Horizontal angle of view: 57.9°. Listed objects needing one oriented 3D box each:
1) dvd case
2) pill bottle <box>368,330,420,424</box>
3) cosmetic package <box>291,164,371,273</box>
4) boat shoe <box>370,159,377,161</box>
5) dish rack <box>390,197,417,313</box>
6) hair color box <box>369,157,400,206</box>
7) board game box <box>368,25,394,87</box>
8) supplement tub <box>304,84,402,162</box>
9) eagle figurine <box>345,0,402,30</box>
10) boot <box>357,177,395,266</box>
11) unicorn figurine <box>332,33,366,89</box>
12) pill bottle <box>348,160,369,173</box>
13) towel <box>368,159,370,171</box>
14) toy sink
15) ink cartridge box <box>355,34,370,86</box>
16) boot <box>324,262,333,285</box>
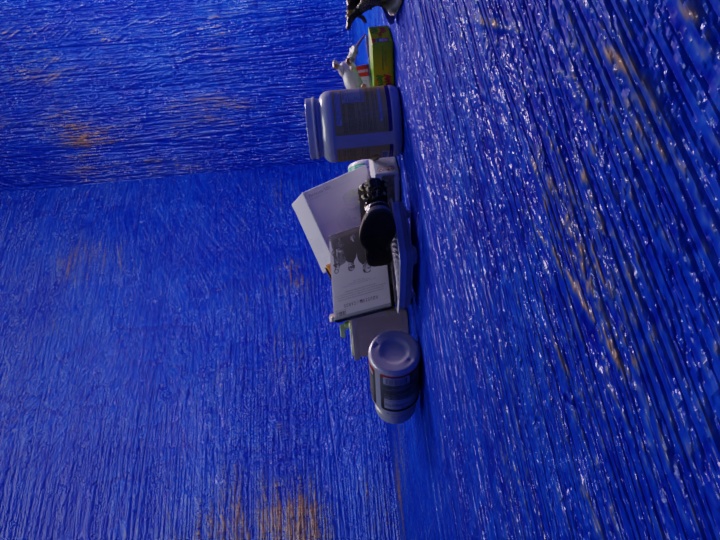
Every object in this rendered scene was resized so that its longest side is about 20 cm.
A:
[{"bbox_3d":[0.000,0.000,1.435,0.025,0.147,0.205,26,-126,-55],"label":"dvd case"},{"bbox_3d":[0.075,0.236,1.416,0.203,0.111,0.116,86,178,-46],"label":"pill bottle"},{"bbox_3d":[-0.042,-0.134,1.692,0.204,0.196,0.123,63,157,1],"label":"cosmetic package"},{"bbox_3d":[-0.014,-0.344,1.525,0.062,0.073,0.204,8,-131,-54],"label":"boat shoe"},{"bbox_3d":[0.088,-0.030,1.340,0.202,0.042,0.175,86,179,-53],"label":"dish rack"},{"bbox_3d":[0.057,-0.235,1.573,0.202,0.059,0.101,-96,1,-55],"label":"hair color box"},{"bbox_3d":[0.048,-0.426,1.455,0.103,0.046,0.204,-95,1,-52],"label":"board game box"},{"bbox_3d":[-0.014,-0.307,1.369,0.145,0.194,0.150,175,90,-89],"label":"supplement tub"},{"bbox_3d":[0.023,-0.531,1.180,0.152,0.151,0.199,46,147,-7],"label":"eagle figurine"},{"bbox_3d":[0.030,-0.117,1.292,0.201,0.071,0.154,78,-174,-62],"label":"boot"},{"bbox_3d":[-0.015,-0.442,1.481,0.137,0.072,0.206,-42,-58,-78],"label":"unicorn figurine"},{"bbox_3d":[0.024,-0.224,1.982,0.113,0.110,0.206,91,173,-80],"label":"pill bottle"},{"bbox_3d":[0.041,-0.278,1.749,0.133,0.033,0.205,-102,8,-66],"label":"towel"},{"bbox_3d":[0.022,0.161,1.652,0.130,0.194,0.115,161,104,-88],"label":"toy sink"},{"bbox_3d":[0.022,-0.464,1.601,0.109,0.049,0.206,-23,-71,-64],"label":"ink cartridge box"},{"bbox_3d":[0.014,0.034,1.492,0.202,0.142,0.071,52,166,32],"label":"boot"}]
